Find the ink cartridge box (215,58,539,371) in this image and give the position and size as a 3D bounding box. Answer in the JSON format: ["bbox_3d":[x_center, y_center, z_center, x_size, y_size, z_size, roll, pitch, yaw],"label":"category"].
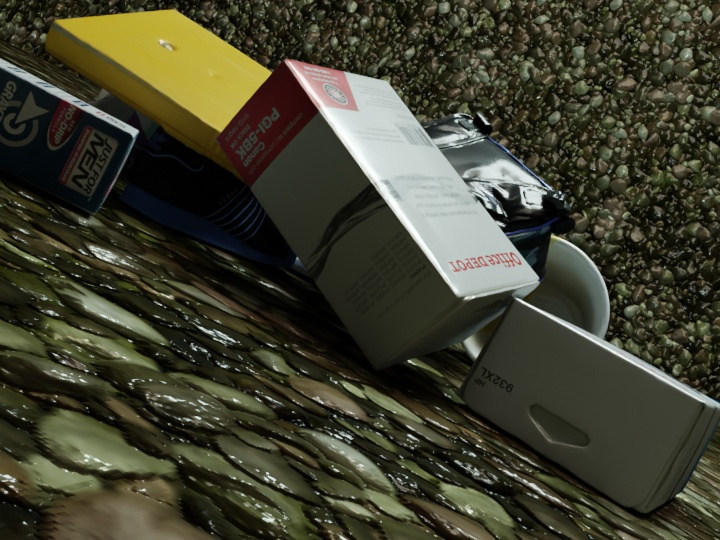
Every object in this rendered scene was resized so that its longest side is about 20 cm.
[{"bbox_3d":[0.015,-0.040,0.646,0.200,0.083,0.147,55,27,16],"label":"ink cartridge box"}]

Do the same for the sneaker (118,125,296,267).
[{"bbox_3d":[-0.110,-0.061,0.787,0.070,0.078,0.200,31,5,36],"label":"sneaker"}]

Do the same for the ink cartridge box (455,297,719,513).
[{"bbox_3d":[0.178,0.098,0.678,0.145,0.084,0.200,30,5,26],"label":"ink cartridge box"}]

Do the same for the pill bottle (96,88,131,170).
[{"bbox_3d":[-0.191,-0.138,0.978,0.200,0.113,0.113,31,5,33],"label":"pill bottle"}]

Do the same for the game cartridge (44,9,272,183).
[{"bbox_3d":[-0.127,-0.149,0.762,0.200,0.032,0.176,35,27,8],"label":"game cartridge"}]

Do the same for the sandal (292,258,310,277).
[{"bbox_3d":[0.003,0.005,0.937,0.202,0.050,0.082,8,34,-32],"label":"sandal"}]

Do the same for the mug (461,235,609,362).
[{"bbox_3d":[0.177,0.035,0.963,0.149,0.187,0.153,-15,-16,10],"label":"mug"}]

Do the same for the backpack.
[{"bbox_3d":[0.050,-0.032,0.822,0.200,0.147,0.183,-13,43,-22],"label":"backpack"}]

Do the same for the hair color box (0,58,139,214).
[{"bbox_3d":[-0.249,-0.111,0.601,0.200,0.061,0.100,27,4,-15],"label":"hair color box"}]

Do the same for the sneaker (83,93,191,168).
[{"bbox_3d":[-0.222,-0.144,0.844,0.200,0.140,0.078,-105,176,-65],"label":"sneaker"}]
